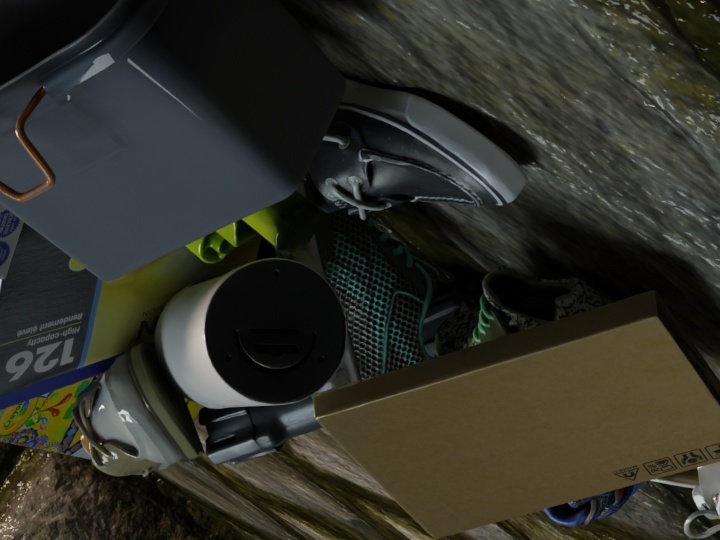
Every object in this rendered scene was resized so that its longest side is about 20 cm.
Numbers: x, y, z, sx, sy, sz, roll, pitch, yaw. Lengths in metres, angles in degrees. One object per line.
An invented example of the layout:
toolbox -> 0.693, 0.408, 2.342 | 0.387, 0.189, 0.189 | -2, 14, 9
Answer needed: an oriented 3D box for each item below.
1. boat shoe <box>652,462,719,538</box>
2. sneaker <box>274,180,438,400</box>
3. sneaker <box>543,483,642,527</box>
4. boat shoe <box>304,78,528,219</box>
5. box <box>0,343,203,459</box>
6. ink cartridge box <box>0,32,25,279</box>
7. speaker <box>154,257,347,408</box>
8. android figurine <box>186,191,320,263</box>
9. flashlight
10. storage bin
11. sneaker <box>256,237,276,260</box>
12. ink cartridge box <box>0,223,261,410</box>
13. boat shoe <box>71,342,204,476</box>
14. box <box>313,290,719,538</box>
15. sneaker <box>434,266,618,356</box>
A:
boat shoe -> 0.223, 0.124, 1.429 | 0.075, 0.086, 0.202 | 40, 166, -34
sneaker -> 0.000, 0.000, 1.453 | 0.078, 0.091, 0.201 | -138, 32, -69
sneaker -> 0.152, 0.143, 1.711 | 0.075, 0.079, 0.200 | 29, 168, 16
boat shoe -> 0.001, -0.059, 1.296 | 0.200, 0.068, 0.072 | 23, 165, 39
box -> -0.211, 0.013, 1.651 | 0.200, 0.122, 0.192 | 51, -164, 30
ink cartridge box -> -0.205, -0.104, 1.320 | 0.044, 0.201, 0.094 | -5, -145, -45
speaker -> -0.065, 0.039, 1.390 | 0.081, 0.081, 0.200 | 34, 171, -8
android figurine -> -0.098, -0.094, 1.311 | 0.200, 0.041, 0.183 | 38, 144, 31
flashlight -> -0.008, 0.067, 1.581 | 0.199, 0.068, 0.068 | -20, 166, 24
storage bin -> -0.112, -0.076, 1.176 | 0.134, 0.146, 0.200 | 43, 138, -22
sneaker -> -0.054, 0.004, 1.583 | 0.099, 0.070, 0.201 | 13, 135, 29
ink cartridge box -> -0.150, 0.010, 1.474 | 0.047, 0.197, 0.201 | 44, 137, 32
boat shoe -> -0.143, 0.098, 1.532 | 0.200, 0.068, 0.075 | 80, 168, -76
box -> 0.097, 0.083, 1.340 | 0.199, 0.021, 0.164 | -17, 143, 19
sneaker -> 0.098, 0.025, 1.423 | 0.089, 0.077, 0.200 | 48, 156, -23
